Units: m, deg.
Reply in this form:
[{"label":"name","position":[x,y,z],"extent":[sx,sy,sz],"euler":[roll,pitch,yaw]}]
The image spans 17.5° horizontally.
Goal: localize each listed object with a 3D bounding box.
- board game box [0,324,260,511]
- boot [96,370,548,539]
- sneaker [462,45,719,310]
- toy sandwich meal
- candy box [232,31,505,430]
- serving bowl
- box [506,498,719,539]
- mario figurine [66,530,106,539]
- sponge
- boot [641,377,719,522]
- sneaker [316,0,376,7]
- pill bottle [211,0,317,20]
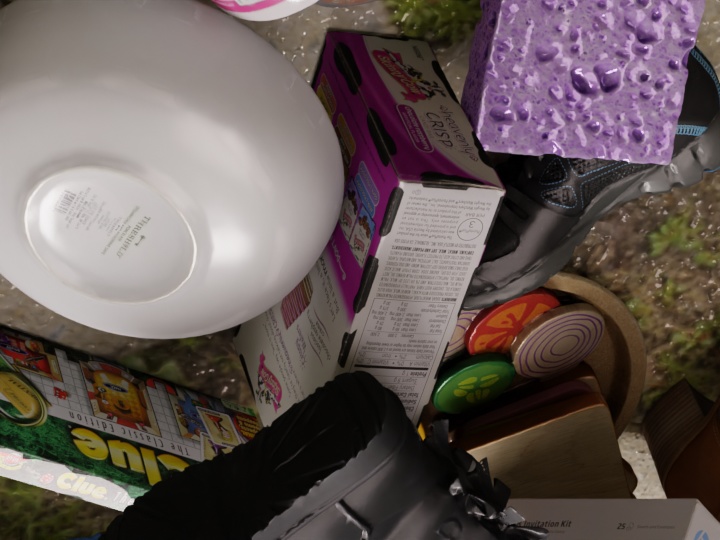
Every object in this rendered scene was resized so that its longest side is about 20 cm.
[{"label":"board game box","position":[-0.129,0.086,1.226],"extent":[0.199,0.105,0.023],"euler":[21,121,-33]},{"label":"boot","position":[-0.018,0.146,1.162],"extent":[0.198,0.073,0.163],"euler":[-34,133,9]},{"label":"sneaker","position":[0.101,-0.055,1.235],"extent":[0.200,0.073,0.082],"euler":[-35,118,-1]},{"label":"toy sandwich meal","position":[0.084,0.091,1.331],"extent":[0.204,0.070,0.206],"euler":[-10,129,-13]},{"label":"candy box","position":[0.000,0.000,1.186],"extent":[0.061,0.137,0.201],"euler":[5,125,-22]},{"label":"serving bowl","position":[-0.111,-0.037,1.108],"extent":[0.199,0.066,0.201],"euler":[8,133,9]},{"label":"box","position":[0.168,0.195,1.310],"extent":[0.156,0.041,0.200],"euler":[-5,142,42]},{"label":"mario figurine","position":[-0.227,0.194,1.275],"extent":[0.199,0.106,0.124],"euler":[-1,128,-22]},{"label":"sponge","position":[0.119,-0.154,1.144],"extent":[0.111,0.030,0.201],"euler":[4,109,-20]},{"label":"boot","position":[0.257,0.086,1.335],"extent":[0.074,0.155,0.200],"euler":[21,117,-33]},{"label":"sneaker","position":[0.038,-0.204,1.094],"extent":[0.071,0.080,0.200],"euler":[-1,149,-48]},{"label":"pill bottle","position":[-0.081,-0.209,1.008],"extent":[0.113,0.114,0.200],"euler":[-39,129,12]}]
